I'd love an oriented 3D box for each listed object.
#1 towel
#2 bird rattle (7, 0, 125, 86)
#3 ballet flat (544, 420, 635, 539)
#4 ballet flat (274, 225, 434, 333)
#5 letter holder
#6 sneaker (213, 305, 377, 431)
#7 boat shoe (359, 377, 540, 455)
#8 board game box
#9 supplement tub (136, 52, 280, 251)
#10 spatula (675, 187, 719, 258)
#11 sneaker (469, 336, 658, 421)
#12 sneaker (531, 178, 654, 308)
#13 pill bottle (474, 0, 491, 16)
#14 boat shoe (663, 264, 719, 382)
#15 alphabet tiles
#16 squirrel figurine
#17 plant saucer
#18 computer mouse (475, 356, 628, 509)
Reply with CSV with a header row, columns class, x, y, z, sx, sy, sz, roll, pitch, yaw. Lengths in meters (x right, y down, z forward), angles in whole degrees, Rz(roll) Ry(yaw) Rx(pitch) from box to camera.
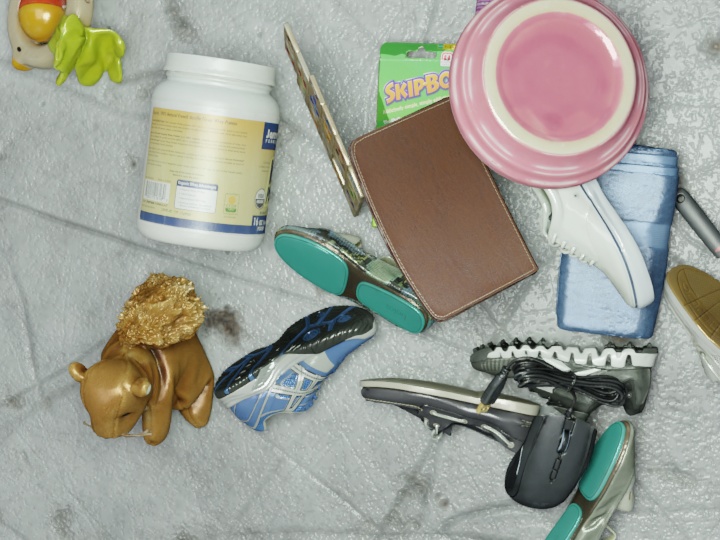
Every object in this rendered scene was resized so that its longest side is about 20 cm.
class,x,y,z,sx,sy,sz,roll,pitch,yaw
towel,0.267,-0.032,1.418,0.111,0.049,0.202,9,95,14
bird rattle,-0.348,-0.306,1.552,0.162,0.112,0.202,-9,88,32
ballet flat,0.253,0.252,1.440,0.063,0.067,0.201,24,101,-15
ballet flat,0.000,0.000,1.488,0.199,0.074,0.075,32,101,8
letter holder,0.063,-0.050,1.389,0.141,0.100,0.201,-26,88,-26
sneaker,-0.064,0.107,1.516,0.199,0.076,0.077,-29,112,13
boat shoe,0.092,0.156,1.466,0.198,0.073,0.063,9,93,10
board game box,0.064,-0.146,1.479,0.095,0.030,0.202,4,97,13
supplement tub,-0.164,-0.129,1.482,0.143,0.144,0.202,10,96,15
spatula,0.386,-0.005,1.400,0.056,0.021,0.201,-39,82,18
sneaker,0.212,0.118,1.432,0.198,0.066,0.091,2,91,13
sneaker,0.220,-0.042,1.358,0.070,0.073,0.201,-31,89,-3
pill bottle,0.167,-0.208,1.402,0.111,0.112,0.202,8,95,15
boat shoe,0.373,0.085,1.385,0.200,0.070,0.069,53,147,18
alphabet tiles,-0.040,-0.159,1.438,0.007,0.167,0.201,-23,87,-4
squirrel figurine,-0.245,0.094,1.496,0.140,0.187,0.202,18,98,14
plant saucer,0.186,-0.181,1.307,0.198,0.051,0.203,1,84,-8
computer mouse,0.178,0.178,1.400,0.139,0.046,0.201,18,126,-9
